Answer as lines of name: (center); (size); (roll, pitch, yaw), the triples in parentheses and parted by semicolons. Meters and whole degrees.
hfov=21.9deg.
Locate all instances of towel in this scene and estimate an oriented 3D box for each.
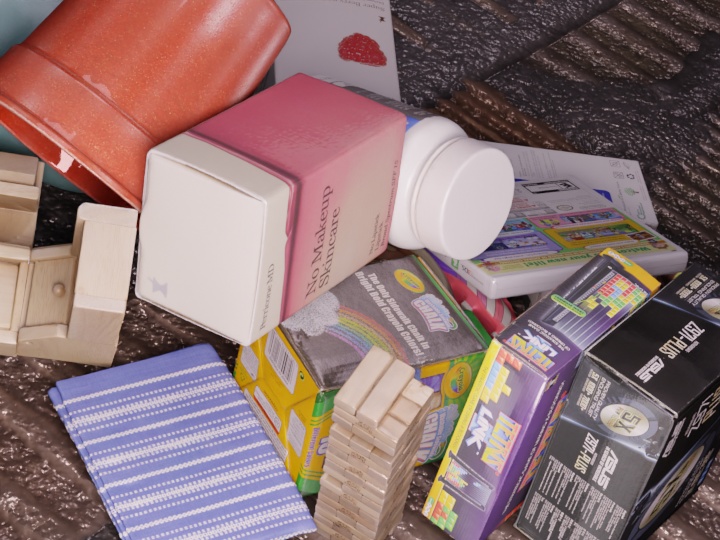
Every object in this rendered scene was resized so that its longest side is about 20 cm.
towel: (-0.139, 0.143, 1.425); (0.144, 0.024, 0.200); (-15, 51, -25)

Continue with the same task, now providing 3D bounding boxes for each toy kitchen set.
toy kitchen set: (-0.273, -0.036, 1.421); (0.199, 0.180, 0.164); (8, 73, -9)

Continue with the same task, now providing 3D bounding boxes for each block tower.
block tower: (0.007, 0.140, 1.356); (0.054, 0.200, 0.058); (30, 57, 15)

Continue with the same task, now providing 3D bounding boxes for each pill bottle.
pill bottle: (0.023, -0.084, 1.550); (0.200, 0.114, 0.114); (23, 36, 37)

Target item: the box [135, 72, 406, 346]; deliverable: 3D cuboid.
box: (-0.065, -0.051, 1.414); (0.109, 0.128, 0.200); (23, 34, 23)

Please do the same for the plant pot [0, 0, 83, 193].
plant pot: (-0.244, -0.160, 1.619); (0.161, 0.201, 0.201); (35, 42, 2)

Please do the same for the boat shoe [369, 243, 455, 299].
boat shoe: (0.000, 0.000, 1.611); (0.072, 0.076, 0.200); (-25, 46, -34)

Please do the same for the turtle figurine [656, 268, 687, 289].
turtle figurine: (0.292, 0.058, 1.607); (0.064, 0.200, 0.161); (38, -3, -39)

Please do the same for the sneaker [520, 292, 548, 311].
sneaker: (0.182, 0.013, 1.637); (0.074, 0.089, 0.200); (15, 39, -14)

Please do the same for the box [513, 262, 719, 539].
box: (0.221, 0.119, 1.445); (0.086, 0.200, 0.164); (36, 43, 22)

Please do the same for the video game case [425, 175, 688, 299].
video game case: (0.150, -0.031, 1.610); (0.199, 0.022, 0.182); (-7, 27, -28)

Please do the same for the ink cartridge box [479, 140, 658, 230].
ink cartridge box: (0.177, -0.074, 1.777); (0.199, 0.039, 0.100); (8, 41, -13)

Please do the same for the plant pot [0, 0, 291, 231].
plant pot: (-0.169, -0.157, 1.451); (0.200, 0.201, 0.196); (34, 82, 19)

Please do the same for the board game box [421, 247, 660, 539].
board game box: (0.139, 0.100, 1.440); (0.057, 0.200, 0.165); (35, 44, 19)

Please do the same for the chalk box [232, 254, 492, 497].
chalk box: (0.016, 0.078, 1.484); (0.199, 0.124, 0.125); (-10, 45, -29)

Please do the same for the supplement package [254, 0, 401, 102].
supplement package: (-0.036, -0.169, 1.747); (0.121, 0.120, 0.200); (8, 41, -12)

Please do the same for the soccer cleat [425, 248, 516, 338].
soccer cleat: (0.094, 0.012, 1.625); (0.076, 0.067, 0.200); (-26, 50, -26)
